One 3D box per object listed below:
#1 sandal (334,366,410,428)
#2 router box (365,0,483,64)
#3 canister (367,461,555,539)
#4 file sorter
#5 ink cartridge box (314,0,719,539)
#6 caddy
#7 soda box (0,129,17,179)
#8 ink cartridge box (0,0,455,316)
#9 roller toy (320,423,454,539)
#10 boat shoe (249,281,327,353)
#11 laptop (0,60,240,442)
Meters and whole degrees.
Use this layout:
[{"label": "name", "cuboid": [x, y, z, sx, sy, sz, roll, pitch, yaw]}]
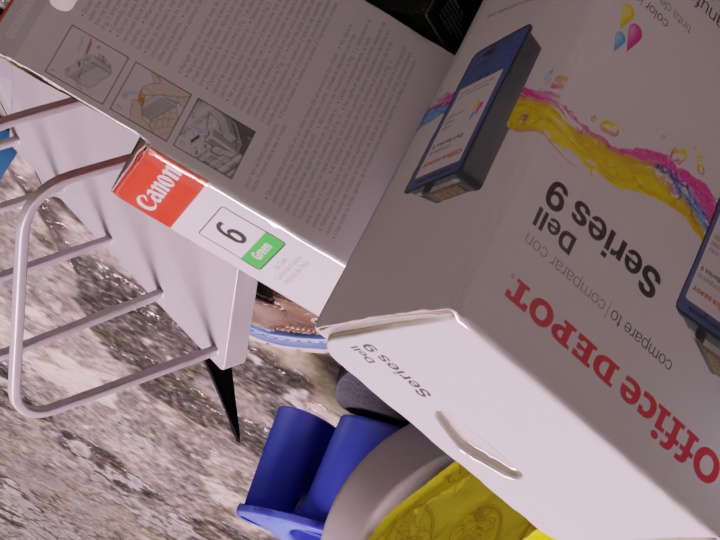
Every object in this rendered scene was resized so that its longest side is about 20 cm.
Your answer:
[{"label": "sandal", "cuboid": [0.034, 0.043, 1.058, 0.076, 0.043, 0.200, 19, 151, -1]}, {"label": "router box", "cuboid": [0.021, -0.072, 0.825, 0.149, 0.051, 0.200, 11, 151, 37]}, {"label": "canister", "cuboid": [0.116, 0.172, 0.871, 0.148, 0.087, 0.200, -39, 115, 24]}, {"label": "file sorter", "cuboid": [-0.149, -0.049, 0.819, 0.200, 0.124, 0.139, 43, 138, 34]}, {"label": "ink cartridge box", "cuboid": [0.093, -0.019, 0.670, 0.145, 0.200, 0.087, 40, 153, -24]}, {"label": "caddy", "cuboid": [0.015, 0.162, 1.172, 0.200, 0.105, 0.141, 25, 166, -37]}, {"label": "soda box", "cuboid": [-0.286, -0.112, 1.053, 0.064, 0.068, 0.200, 9, 149, 35]}, {"label": "ink cartridge box", "cuboid": [-0.039, -0.062, 0.699, 0.200, 0.109, 0.050, 30, 151, -10]}, {"label": "roller toy", "cuboid": [0.077, 0.184, 1.035, 0.182, 0.201, 0.140, 0, -164, -20]}, {"label": "boat shoe", "cuboid": [0.000, 0.000, 0.853, 0.199, 0.072, 0.072, 17, 152, 10]}, {"label": "laptop", "cuboid": [-0.144, -0.024, 1.016, 0.199, 0.116, 0.187, 20, 154, 18]}]
